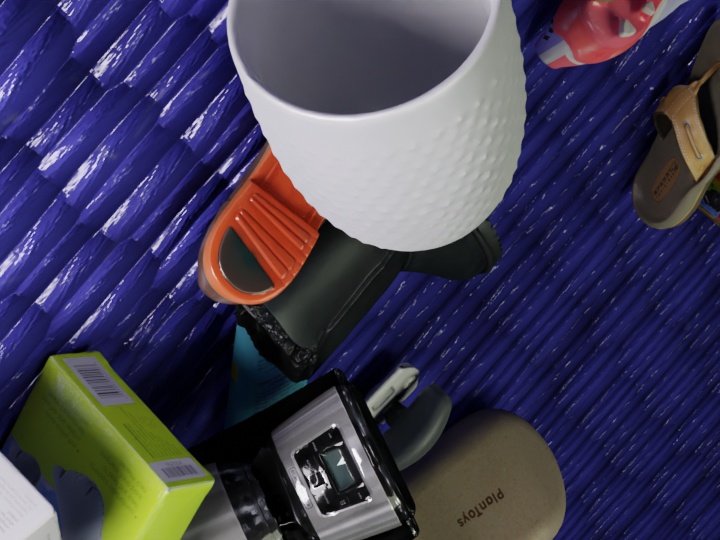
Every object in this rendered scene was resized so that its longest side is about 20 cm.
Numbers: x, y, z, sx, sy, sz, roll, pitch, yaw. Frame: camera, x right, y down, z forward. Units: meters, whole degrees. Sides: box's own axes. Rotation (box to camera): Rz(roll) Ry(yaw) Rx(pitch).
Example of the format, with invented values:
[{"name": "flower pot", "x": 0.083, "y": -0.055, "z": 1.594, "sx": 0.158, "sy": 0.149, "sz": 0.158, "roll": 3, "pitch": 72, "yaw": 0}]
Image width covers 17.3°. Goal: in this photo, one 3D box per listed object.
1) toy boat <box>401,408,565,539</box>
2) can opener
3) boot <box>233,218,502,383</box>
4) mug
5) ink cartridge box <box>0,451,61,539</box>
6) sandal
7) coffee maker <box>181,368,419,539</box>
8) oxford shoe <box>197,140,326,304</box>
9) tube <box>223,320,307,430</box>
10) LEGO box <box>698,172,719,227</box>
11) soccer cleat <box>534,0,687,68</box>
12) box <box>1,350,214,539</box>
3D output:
[{"name": "toy boat", "x": 0.073, "y": 0.204, "z": 1.963, "sx": 0.199, "sy": 0.131, "sz": 0.131, "roll": -33, "pitch": -176, "yaw": -33}, {"name": "can opener", "x": -0.016, "y": 0.152, "z": 1.741, "sx": 0.200, "sy": 0.067, "sz": 0.053, "roll": -47, "pitch": 157, "yaw": -5}, {"name": "boot", "x": 0.000, "y": 0.000, "z": 1.509, "sx": 0.168, "sy": 0.076, "sz": 0.200, "roll": -49, "pitch": 153, "yaw": -8}, {"name": "mug", "x": 0.022, "y": -0.116, "z": 1.286, "sx": 0.176, "sy": 0.146, "sz": 0.201, "roll": 68, "pitch": 27, "yaw": -57}, {"name": "ink cartridge box", "x": -0.266, "y": 0.163, "z": 1.226, "sx": 0.200, "sy": 0.116, "sz": 0.067, "roll": -39, "pitch": 157, "yaw": -22}, {"name": "sandal", "x": 0.252, "y": -0.108, "z": 1.834, "sx": 0.054, "sy": 0.081, "sz": 0.201, "roll": -5, "pitch": 140, "yaw": -30}, {"name": "coffee maker", "x": -0.074, "y": 0.150, "z": 1.502, "sx": 0.199, "sy": 0.135, "sz": 0.192, "roll": -25, "pitch": -162, "yaw": -2}, {"name": "oxford shoe", "x": -0.032, "y": -0.064, "z": 1.392, "sx": 0.200, "sy": 0.071, "sz": 0.072, "roll": -49, "pitch": -168, "yaw": -17}, {"name": "tube", "x": -0.063, "y": 0.085, "z": 1.581, "sx": 0.077, "sy": 0.050, "sz": 0.201, "roll": -36, "pitch": 150, "yaw": -38}, {"name": "LEGO box", "x": 0.364, "y": -0.091, "z": 2.047, "sx": 0.149, "sy": 0.077, "sz": 0.200, "roll": -52, "pitch": 158, "yaw": 6}, {"name": "soccer cleat", "x": 0.194, "y": -0.195, "z": 1.601, "sx": 0.200, "sy": 0.067, "sz": 0.076, "roll": -37, "pitch": -173, "yaw": -40}, {"name": "box", "x": -0.175, "y": 0.162, "z": 1.385, "sx": 0.047, "sy": 0.122, "sz": 0.201, "roll": -3, "pitch": 130, "yaw": -51}]
